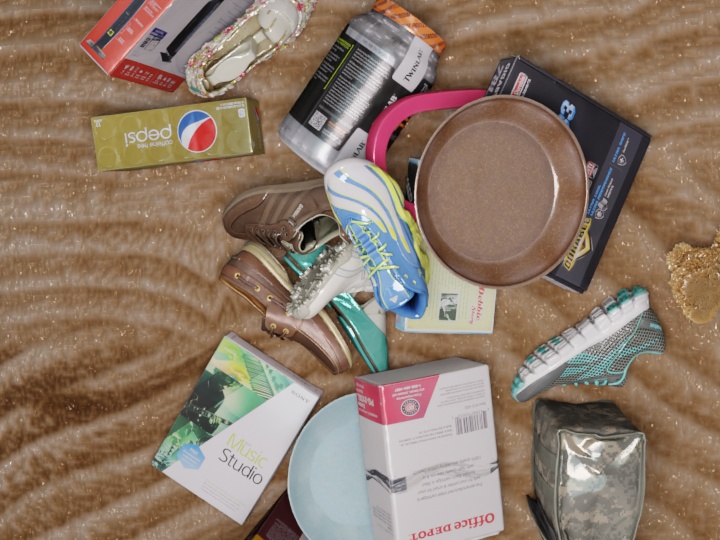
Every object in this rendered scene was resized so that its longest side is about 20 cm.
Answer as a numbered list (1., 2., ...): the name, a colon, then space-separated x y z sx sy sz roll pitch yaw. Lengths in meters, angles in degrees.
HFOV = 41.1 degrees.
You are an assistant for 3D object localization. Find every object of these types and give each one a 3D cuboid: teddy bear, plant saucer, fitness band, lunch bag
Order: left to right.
1. plant saucer: 0.001 0.249 1.172 0.199 0.039 0.203 2 86 -22
2. fitness band: 0.100 -0.129 1.079 0.198 0.037 0.145 -8 100 -19
3. plant saucer: 0.145 -0.082 1.014 0.199 0.037 0.202 -2 96 -16
4. lunch bag: 0.253 0.261 1.099 0.116 0.164 0.202 1 95 3
5. teddy bear: 0.448 -0.007 1.101 0.199 0.067 0.145 -36 99 4

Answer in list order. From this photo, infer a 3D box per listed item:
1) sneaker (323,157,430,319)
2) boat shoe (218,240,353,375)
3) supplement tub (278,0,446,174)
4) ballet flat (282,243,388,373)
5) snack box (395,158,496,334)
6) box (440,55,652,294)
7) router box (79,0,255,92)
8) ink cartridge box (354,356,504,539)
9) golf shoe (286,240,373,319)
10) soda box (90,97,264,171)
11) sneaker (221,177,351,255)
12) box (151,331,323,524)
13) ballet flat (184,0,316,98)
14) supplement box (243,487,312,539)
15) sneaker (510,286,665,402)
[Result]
1. sneaker: 0.028 -0.025 1.008 0.075 0.105 0.200 -27 131 13
2. boat shoe: -0.091 0.056 1.168 0.067 0.072 0.200 -41 83 -21
3. supplement tub: 0.005 -0.205 1.111 0.122 0.123 0.201 36 100 4
4. ballet flat: -0.010 0.036 1.169 0.070 0.067 0.201 -38 91 -4
5. snack box: 0.107 -0.027 1.135 0.115 0.037 0.202 3 97 -18
6. box: 0.203 -0.104 1.074 0.197 0.050 0.201 26 87 -21
7. router box: -0.206 -0.292 1.094 0.049 0.200 0.180 45 100 3
8. ink cartridge box: 0.082 0.216 1.132 0.144 0.084 0.202 -8 95 -22
9. golf shoe: 0.000 0.000 1.119 0.097 0.078 0.200 50 62 -16
10. soda box: -0.223 -0.165 1.179 0.198 0.064 0.068 -6 95 10
11. sneaker: -0.086 -0.054 1.107 0.199 0.070 0.076 -12 55 33
12. box: -0.157 0.200 1.220 0.144 0.036 0.201 31 98 4
13. ballet flat: -0.124 -0.272 1.145 0.200 0.064 0.076 -41 122 6
14. supplement box: -0.114 0.399 1.150 0.133 0.200 0.198 40 100 3
15. sneaker: 0.271 0.108 1.129 0.199 0.078 0.092 -35 94 12
